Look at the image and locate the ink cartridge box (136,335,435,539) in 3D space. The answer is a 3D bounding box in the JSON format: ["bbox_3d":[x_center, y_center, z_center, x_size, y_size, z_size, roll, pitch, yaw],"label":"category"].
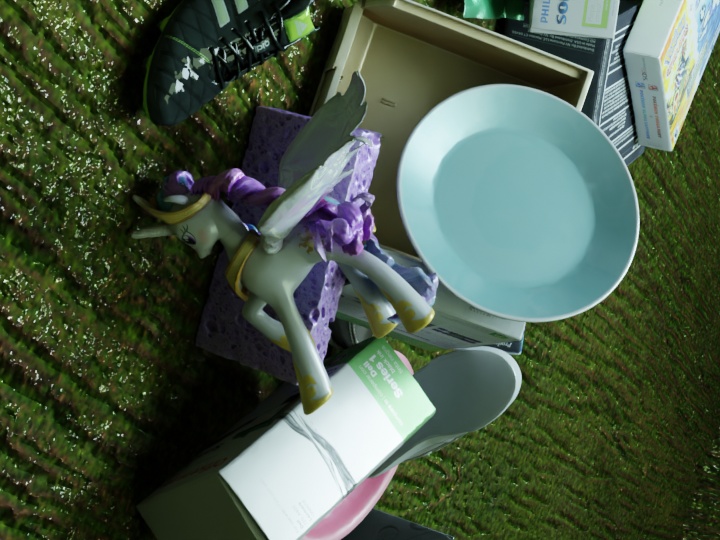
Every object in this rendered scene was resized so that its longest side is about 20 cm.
[{"bbox_3d":[-0.060,0.151,1.255,0.200,0.146,0.084,-38,96,-39],"label":"ink cartridge box"}]

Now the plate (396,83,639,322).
[{"bbox_3d":[0.122,-0.051,1.238,0.200,0.200,0.026,-60,-178,-25],"label":"plate"}]

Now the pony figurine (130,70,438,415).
[{"bbox_3d":[-0.040,-0.025,1.123,0.193,0.200,0.167,-38,-167,16],"label":"pony figurine"}]

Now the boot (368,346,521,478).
[{"bbox_3d":[0.072,0.116,1.400,0.096,0.200,0.074,-21,82,-58],"label":"boot"}]

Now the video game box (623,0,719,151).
[{"bbox_3d":[0.340,-0.259,1.695,0.200,0.047,0.182,-65,154,-20],"label":"video game box"}]

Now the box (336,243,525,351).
[{"bbox_3d":[0.034,0.025,1.301,0.200,0.144,0.036,162,-53,-70],"label":"box"}]

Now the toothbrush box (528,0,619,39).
[{"bbox_3d":[0.211,-0.325,1.535,0.200,0.086,0.146,-74,170,-64],"label":"toothbrush box"}]

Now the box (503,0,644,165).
[{"bbox_3d":[0.233,-0.204,1.697,0.200,0.123,0.199,-34,135,-55],"label":"box"}]

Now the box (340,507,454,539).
[{"bbox_3d":[-0.012,0.340,1.516,0.200,0.148,0.124,-51,146,-38],"label":"box"}]

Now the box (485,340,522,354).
[{"bbox_3d":[0.109,-0.045,1.487,0.149,0.107,0.200,-82,178,-64],"label":"box"}]

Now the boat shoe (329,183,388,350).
[{"bbox_3d":[0.000,0.000,1.421,0.072,0.060,0.201,-50,147,-41],"label":"boat shoe"}]

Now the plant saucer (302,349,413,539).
[{"bbox_3d":[-0.024,0.158,1.468,0.200,0.051,0.201,-37,140,-39],"label":"plant saucer"}]

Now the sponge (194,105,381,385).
[{"bbox_3d":[-0.057,-0.021,1.227,0.030,0.111,0.200,6,100,-53],"label":"sponge"}]

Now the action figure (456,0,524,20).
[{"bbox_3d":[0.136,-0.339,1.490,0.118,0.055,0.200,-16,121,-59],"label":"action figure"}]

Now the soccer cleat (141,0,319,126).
[{"bbox_3d":[-0.081,-0.172,1.115,0.200,0.081,0.068,-55,150,-33],"label":"soccer cleat"}]

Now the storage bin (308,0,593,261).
[{"bbox_3d":[0.057,-0.101,1.306,0.094,0.198,0.200,-171,-80,-77],"label":"storage bin"}]
